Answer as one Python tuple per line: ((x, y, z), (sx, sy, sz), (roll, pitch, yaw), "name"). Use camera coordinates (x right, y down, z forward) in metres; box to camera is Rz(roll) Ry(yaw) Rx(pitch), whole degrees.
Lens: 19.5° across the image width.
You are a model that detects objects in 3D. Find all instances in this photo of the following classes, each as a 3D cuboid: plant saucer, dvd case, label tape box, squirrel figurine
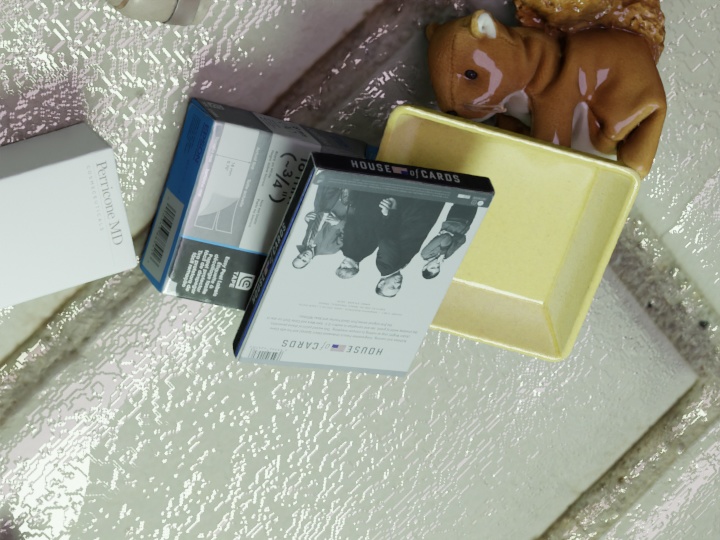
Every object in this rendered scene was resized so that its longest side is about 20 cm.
((0.098, -0.038, 1.649), (0.198, 0.049, 0.201), (16, 128, -4), "plant saucer")
((0.000, 0.000, 1.617), (0.149, 0.025, 0.201), (7, 131, -23), "dvd case")
((-0.057, -0.040, 1.659), (0.198, 0.063, 0.145), (12, 104, -27), "label tape box")
((0.147, -0.175, 1.683), (0.185, 0.141, 0.202), (22, 85, -19), "squirrel figurine")

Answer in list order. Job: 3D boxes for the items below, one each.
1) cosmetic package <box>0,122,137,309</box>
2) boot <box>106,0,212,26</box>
((-0.276, -0.029, 1.558), (0.198, 0.071, 0.102), (-19, 115, -18), "cosmetic package")
((-0.139, -0.282, 1.537), (0.146, 0.070, 0.201), (23, 99, -36), "boot")
